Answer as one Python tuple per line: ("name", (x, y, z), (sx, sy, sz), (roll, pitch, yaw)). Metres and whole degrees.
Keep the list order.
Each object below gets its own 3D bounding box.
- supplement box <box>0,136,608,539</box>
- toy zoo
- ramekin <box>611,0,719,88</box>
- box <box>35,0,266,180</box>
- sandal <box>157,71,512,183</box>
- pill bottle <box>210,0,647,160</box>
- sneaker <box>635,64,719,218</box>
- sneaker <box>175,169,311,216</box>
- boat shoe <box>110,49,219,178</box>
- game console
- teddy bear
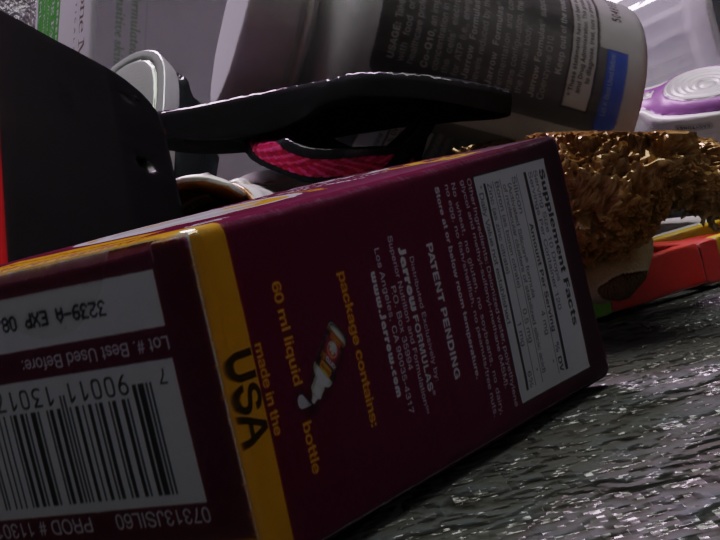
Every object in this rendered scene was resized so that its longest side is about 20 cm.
("supplement box", (-0.021, 0.020, 0.469), (0.110, 0.086, 0.200), (-10, 5, 34))
("toy zoo", (0.125, -0.002, 0.745), (0.199, 0.021, 0.131), (-15, 5, -23))
("ramekin", (0.234, -0.137, 1.021), (0.097, 0.202, 0.200), (-19, 0, 38))
("box", (-0.106, -0.123, 1.035), (0.199, 0.201, 0.171), (4, -2, -26))
("sandal", (-0.018, -0.056, 0.697), (0.199, 0.045, 0.075), (-5, -8, 35))
("pill bottle", (0.031, -0.103, 0.784), (0.199, 0.115, 0.114), (14, -1, -12))
("sneaker", (0.161, -0.063, 0.930), (0.199, 0.100, 0.075), (1, 39, 43))
("sneaker", (-0.052, -0.020, 0.685), (0.073, 0.085, 0.200), (-33, 21, 6))
("boat shoe", (-0.104, -0.018, 0.782), (0.075, 0.201, 0.060), (-15, -36, 32))
("game console", (-0.137, -0.042, 0.553), (0.176, 0.031, 0.200), (26, 25, -30))
("teddy bear", (0.087, -0.024, 0.664), (0.144, 0.067, 0.200), (-4, 4, -19))
